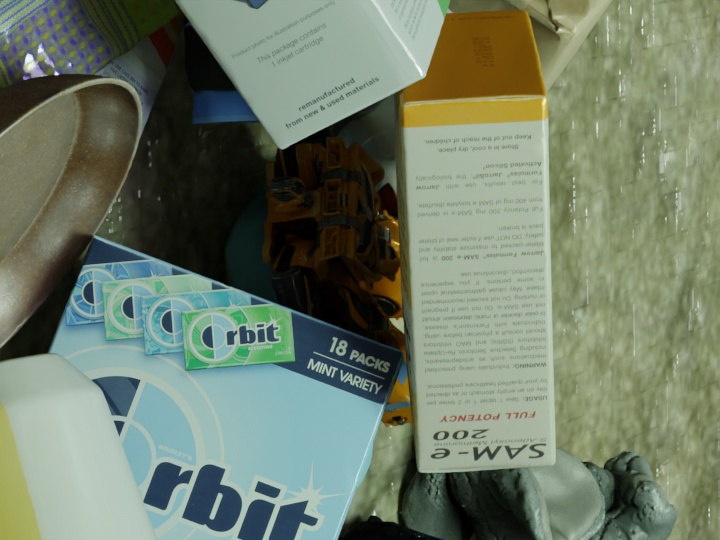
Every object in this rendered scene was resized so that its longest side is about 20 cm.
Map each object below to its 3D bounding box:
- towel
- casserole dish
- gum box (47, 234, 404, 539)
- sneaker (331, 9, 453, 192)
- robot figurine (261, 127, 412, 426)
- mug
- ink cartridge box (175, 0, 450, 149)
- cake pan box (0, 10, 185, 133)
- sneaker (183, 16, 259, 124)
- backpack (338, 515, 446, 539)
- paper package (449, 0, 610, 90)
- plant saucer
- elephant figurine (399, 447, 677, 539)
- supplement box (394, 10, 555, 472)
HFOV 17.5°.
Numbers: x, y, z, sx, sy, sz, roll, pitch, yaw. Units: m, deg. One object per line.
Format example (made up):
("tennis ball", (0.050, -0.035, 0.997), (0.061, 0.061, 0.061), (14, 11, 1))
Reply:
("towel", (-0.170, -0.129, 1.086), (0.200, 0.023, 0.144), (-42, 129, -36))
("casserole dish", (-0.034, 0.033, 1.334), (0.121, 0.039, 0.201), (-57, 138, -59))
("gum box", (-0.090, 0.106, 1.175), (0.045, 0.169, 0.201), (97, 14, -83))
("sneaker", (0.054, -0.078, 1.303), (0.115, 0.200, 0.074), (29, 72, -6))
("robot figurine", (0.000, 0.000, 1.290), (0.200, 0.058, 0.145), (55, 31, -56))
("mug", (-0.168, 0.121, 1.057), (0.187, 0.149, 0.154), (0, 77, -73))
("ink cartridge box", (-0.045, -0.182, 1.112), (0.200, 0.087, 0.145), (56, 25, -20))
("cake pan box", (-0.153, -0.185, 1.160), (0.200, 0.052, 0.185), (42, 60, -47))
("sneaker", (-0.047, -0.123, 1.247), (0.200, 0.070, 0.078), (-42, 131, -79))
("backpack", (0.052, 0.252, 1.369), (0.134, 0.199, 0.183), (-22, 113, -49))
("paper package", (0.104, -0.185, 1.350), (0.191, 0.103, 0.200), (-52, 177, -22))
("plant saucer", (-0.180, -0.017, 1.089), (0.200, 0.034, 0.200), (-47, 166, -15))
("elephant figurine", (0.094, 0.134, 1.491), (0.141, 0.155, 0.200), (-40, 128, 14))
("supplement box", (0.056, -0.016, 1.174), (0.126, 0.073, 0.201), (-92, 179, -65))
